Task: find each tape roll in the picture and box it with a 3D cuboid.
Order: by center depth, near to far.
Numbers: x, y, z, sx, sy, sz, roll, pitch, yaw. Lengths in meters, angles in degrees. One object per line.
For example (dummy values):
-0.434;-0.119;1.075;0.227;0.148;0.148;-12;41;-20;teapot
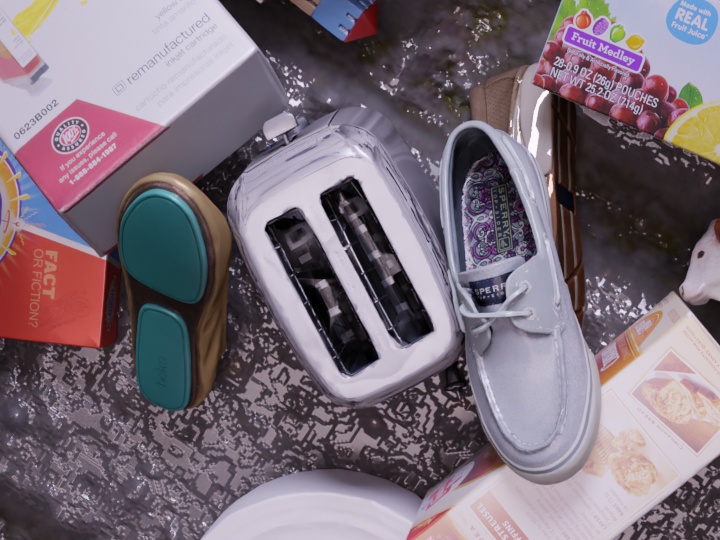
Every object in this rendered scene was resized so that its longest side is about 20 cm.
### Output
-0.021;0.228;1.028;0.201;0.071;0.204;0;95;5;tape roll

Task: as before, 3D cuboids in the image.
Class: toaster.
0.000;0.000;0.976;0.113;0.129;0.201;-26;92;8;toaster

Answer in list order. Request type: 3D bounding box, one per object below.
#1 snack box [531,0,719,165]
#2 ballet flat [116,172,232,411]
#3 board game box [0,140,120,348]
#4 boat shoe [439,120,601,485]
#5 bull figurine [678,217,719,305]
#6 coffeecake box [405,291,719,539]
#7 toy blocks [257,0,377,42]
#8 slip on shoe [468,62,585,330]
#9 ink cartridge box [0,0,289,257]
0.216;-0.142;0.899;0.199;0.068;0.170;26;108;17;snack box
-0.104;0.001;0.973;0.068;0.063;0.201;25;141;11;ballet flat
-0.247;-0.038;1.044;0.198;0.040;0.154;5;96;6;board game box
0.075;0.013;0.887;0.070;0.071;0.202;-19;62;22;boat shoe
0.288;0.014;0.960;0.199;0.065;0.122;-10;70;-4;bull figurine
0.128;0.107;0.959;0.200;0.154;0.073;-40;88;8;coffeecake box
-0.018;-0.221;0.957;0.136;0.100;0.200;38;125;2;toy blocks
0.092;-0.024;0.976;0.060;0.076;0.201;-6;75;22;slip on shoe
-0.161;-0.134;0.966;0.145;0.083;0.200;-40;70;-2;ink cartridge box
